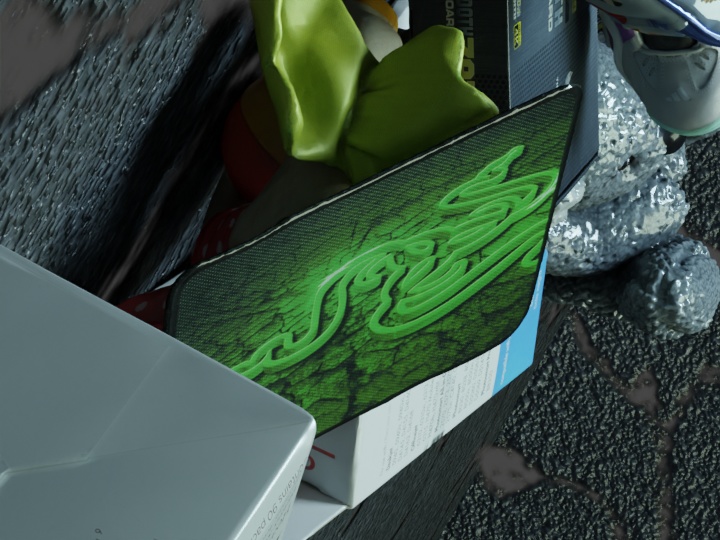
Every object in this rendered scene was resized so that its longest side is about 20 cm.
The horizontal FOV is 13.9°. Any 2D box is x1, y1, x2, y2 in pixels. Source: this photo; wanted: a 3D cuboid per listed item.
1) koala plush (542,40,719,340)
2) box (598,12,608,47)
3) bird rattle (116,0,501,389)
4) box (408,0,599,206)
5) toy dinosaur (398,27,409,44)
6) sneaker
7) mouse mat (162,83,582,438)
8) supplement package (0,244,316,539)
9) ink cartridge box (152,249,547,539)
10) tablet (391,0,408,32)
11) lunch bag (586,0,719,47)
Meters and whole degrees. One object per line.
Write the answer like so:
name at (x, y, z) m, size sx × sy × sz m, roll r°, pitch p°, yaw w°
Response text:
koala plush at (0.106, -0.069, 1.578) m, size 0.200 × 0.183 × 0.178 m, roll 48°, pitch 49°, yaw -75°
box at (0.189, -0.176, 1.623) m, size 0.200 × 0.161 × 0.049 m, roll -34°, pitch -125°, yaw 52°
bird rattle at (-0.025, -0.034, 1.219) m, size 0.163 × 0.113 × 0.200 m, roll -80°, pitch -164°, yaw -61°
box at (0.068, -0.125, 1.347) m, size 0.158 × 0.051 × 0.200 m, roll -45°, pitch 136°, yaw -64°
toy dinosaur at (0.029, -0.044, 1.449) m, size 0.102 × 0.077 × 0.200 m, roll 4°, pitch 97°, yaw -52°
sneaker at (0.122, -0.149, 1.317) m, size 0.140 × 0.078 × 0.200 m, roll -34°, pitch 115°, yaw -65°
mouse mat at (0.001, 0.014, 1.168) m, size 0.200 × 0.008 × 0.161 m, roll -28°, pitch 149°, yaw -27°
supplement package at (-0.134, 0.132, 0.916) m, size 0.191 × 0.147 × 0.200 m, roll -55°, pitch 169°, yaw -38°
ink cartridge box at (-0.016, 0.034, 1.315) m, size 0.200 × 0.116 × 0.067 m, roll -35°, pitch 141°, yaw -49°
tablet at (0.033, -0.119, 1.559) m, size 0.130 × 0.014 × 0.200 m, roll -56°, pitch 170°, yaw -29°
lunch bag at (0.113, -0.198, 1.205) m, size 0.160 × 0.200 × 0.076 m, roll -58°, pitch -150°, yaw -5°
